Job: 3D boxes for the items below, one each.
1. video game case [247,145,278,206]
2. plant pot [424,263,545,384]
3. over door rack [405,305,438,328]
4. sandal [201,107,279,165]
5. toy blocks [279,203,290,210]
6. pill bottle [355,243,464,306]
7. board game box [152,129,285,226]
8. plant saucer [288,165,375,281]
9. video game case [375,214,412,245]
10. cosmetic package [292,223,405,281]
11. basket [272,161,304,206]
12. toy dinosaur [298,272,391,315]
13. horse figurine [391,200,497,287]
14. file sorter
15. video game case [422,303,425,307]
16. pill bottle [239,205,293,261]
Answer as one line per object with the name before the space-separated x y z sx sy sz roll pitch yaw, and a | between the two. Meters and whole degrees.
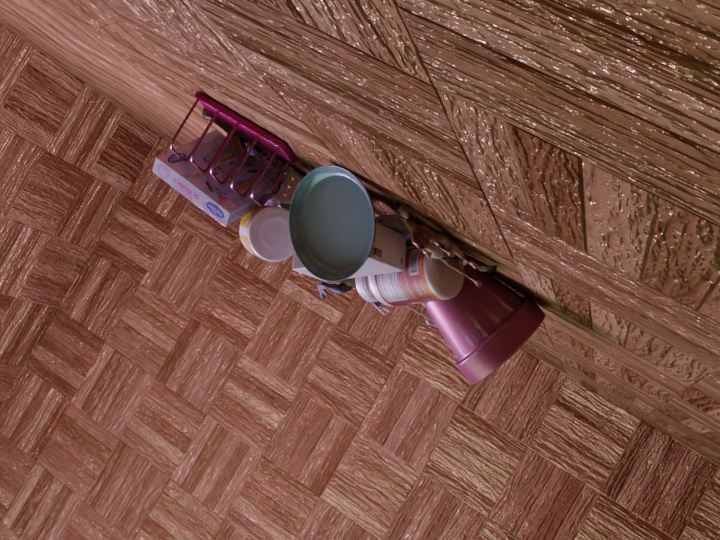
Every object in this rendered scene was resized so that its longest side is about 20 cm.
video game case | -0.268 -0.209 1.893 0.198 0.145 0.018 9 -156 40
plant pot | 0.229 0.090 1.651 0.179 0.200 0.200 46 179 4
over door rack | 0.161 0.036 1.752 0.199 0.149 0.067 31 173 -14
sandal | -0.254 -0.269 1.764 0.199 0.054 0.080 33 176 5
toy blocks | -0.062 -0.109 1.815 0.201 0.137 0.100 51 171 -17
pill bottle | 0.088 0.008 1.596 0.199 0.113 0.112 -9 149 44
board game box | -0.290 -0.196 1.753 0.199 0.041 0.200 37 -142 12
plant saucer | -0.046 -0.082 1.483 0.199 0.202 0.027 30 -158 33
video game case | 0.040 -0.061 1.618 0.180 0.022 0.199 -4 163 31
cosmetic package | -0.022 -0.033 1.558 0.198 0.075 0.101 -9 162 38
basket | -0.202 -0.181 1.980 0.176 0.140 0.199 33 169 -36
toy dinosaur | 0.000 0.000 1.773 0.180 0.106 0.200 -13 -141 -36
horse figurine | 0.144 -0.037 1.456 0.199 0.050 0.133 25 -166 -35
file sorter | -0.250 -0.230 1.651 0.199 0.126 0.139 31 178 6
video game case | 0.130 0.009 1.993 0.143 0.017 0.200 50 -163 2
pill bottle | -0.195 -0.081 1.774 0.111 0.112 0.200 31 177 -17
